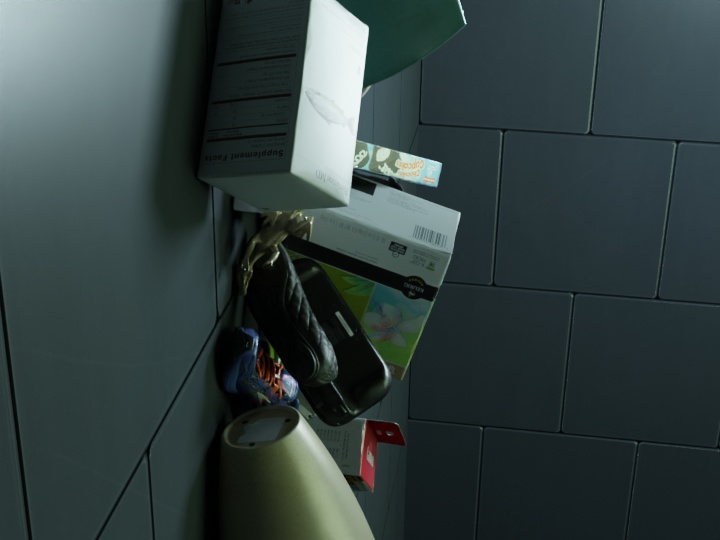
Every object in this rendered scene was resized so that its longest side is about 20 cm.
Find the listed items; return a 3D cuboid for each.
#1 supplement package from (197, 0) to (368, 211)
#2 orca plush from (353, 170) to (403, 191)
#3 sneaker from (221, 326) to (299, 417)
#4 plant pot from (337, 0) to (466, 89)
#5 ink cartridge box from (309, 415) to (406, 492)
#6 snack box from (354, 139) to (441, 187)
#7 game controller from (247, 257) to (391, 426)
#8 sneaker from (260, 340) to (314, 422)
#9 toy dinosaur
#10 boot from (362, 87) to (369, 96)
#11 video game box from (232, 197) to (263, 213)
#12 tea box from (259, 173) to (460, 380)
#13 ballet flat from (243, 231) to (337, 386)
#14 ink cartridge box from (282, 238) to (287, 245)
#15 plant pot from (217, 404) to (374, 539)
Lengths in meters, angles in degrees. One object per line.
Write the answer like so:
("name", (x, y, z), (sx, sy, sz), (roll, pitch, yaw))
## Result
("supplement package", (-0.076, -0.173, 1.234), (0.117, 0.116, 0.202), (26, 67, -57))
("orca plush", (-0.011, -0.101, 1.801), (0.105, 0.199, 0.072), (42, 72, -47))
("sneaker", (-0.111, 0.124, 1.405), (0.200, 0.078, 0.076), (81, 15, -62))
("plant pot", (0.015, -0.318, 1.440), (0.142, 0.198, 0.142), (-98, 167, -49))
("ink cartridge box", (-0.028, 0.267, 1.759), (0.200, 0.174, 0.085), (68, 27, -72))
("snack box", (-0.001, -0.149, 1.580), (0.199, 0.116, 0.037), (9, 97, -46))
("game controller", (-0.048, 0.084, 1.457), (0.201, 0.104, 0.042), (57, -20, 6))
("sneaker", (-0.088, 0.185, 1.539), (0.074, 0.080, 0.202), (-121, -149, -65))
("toy dinosaur", (-0.085, -0.057, 1.355), (0.200, 0.058, 0.101), (-48, -169, 3))
("boot", (-0.008, -0.263, 1.594), (0.075, 0.097, 0.200), (53, 55, -10))
("video game box", (-0.103, -0.168, 1.424), (0.182, 0.046, 0.202), (-7, 102, -80))
("tea box", (0.000, 0.000, 1.553), (0.134, 0.198, 0.198), (-71, 180, -61))
("ballet flat", (-0.085, 0.046, 1.402), (0.057, 0.066, 0.201), (19, 44, -61))
("ink cartridge box", (-0.006, -0.037, 1.645), (0.050, 0.198, 0.110), (-77, 168, -58))
("plant pot", (-0.088, 0.263, 1.383), (0.188, 0.186, 0.202), (-70, 150, -64))
